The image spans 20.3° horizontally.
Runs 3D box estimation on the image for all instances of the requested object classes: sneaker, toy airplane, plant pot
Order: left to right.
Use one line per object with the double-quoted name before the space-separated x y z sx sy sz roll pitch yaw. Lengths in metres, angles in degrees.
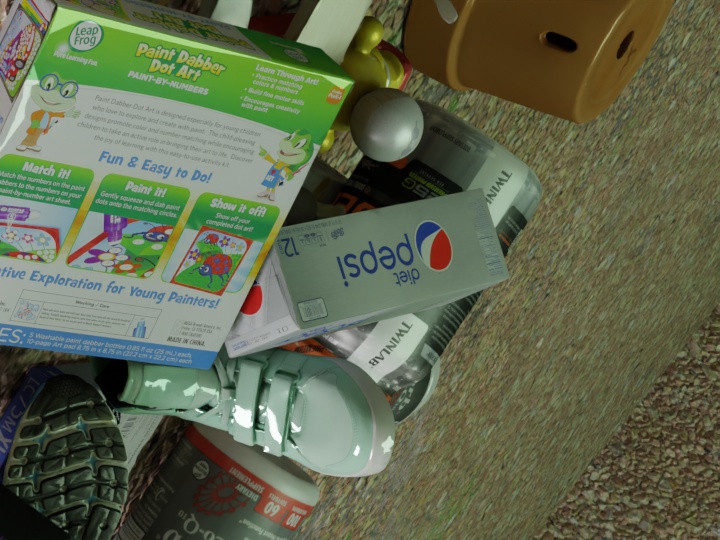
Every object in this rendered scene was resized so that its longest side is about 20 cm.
"sneaker" -0.195 0.153 1.251 0.078 0.090 0.201 -4 115 -23
"sneaker" -0.079 0.082 1.213 0.118 0.200 0.074 -7 111 -45
"toy airplane" -0.026 -0.115 1.209 0.199 0.141 0.200 -47 161 -26
"plant pot" 0.146 -0.205 1.522 0.200 0.140 0.200 -49 161 -23

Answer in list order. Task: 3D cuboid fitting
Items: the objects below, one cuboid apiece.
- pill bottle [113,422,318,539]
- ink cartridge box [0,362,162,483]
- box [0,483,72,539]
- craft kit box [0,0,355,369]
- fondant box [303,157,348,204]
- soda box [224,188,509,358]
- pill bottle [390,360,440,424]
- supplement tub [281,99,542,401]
"pill bottle" -0.131 0.222 1.565 0.200 0.116 0.116 -56 163 1
"ink cartridge box" -0.201 0.118 1.336 0.120 0.042 0.200 -59 165 11
"box" -0.278 0.198 1.130 0.200 0.122 0.106 -35 153 -49
"craft kit box" -0.127 -0.046 1.084 0.200 0.049 0.198 10 119 -42
"fondant box" -0.073 -0.017 1.408 0.144 0.058 0.200 -58 164 5
"soda box" 0.000 0.000 1.238 0.068 0.064 0.200 -23 173 42
"pill bottle" -0.005 0.076 1.669 0.116 0.116 0.200 -58 164 7
"supplement tub" 0.027 -0.007 1.393 0.200 0.122 0.123 -57 163 -5
